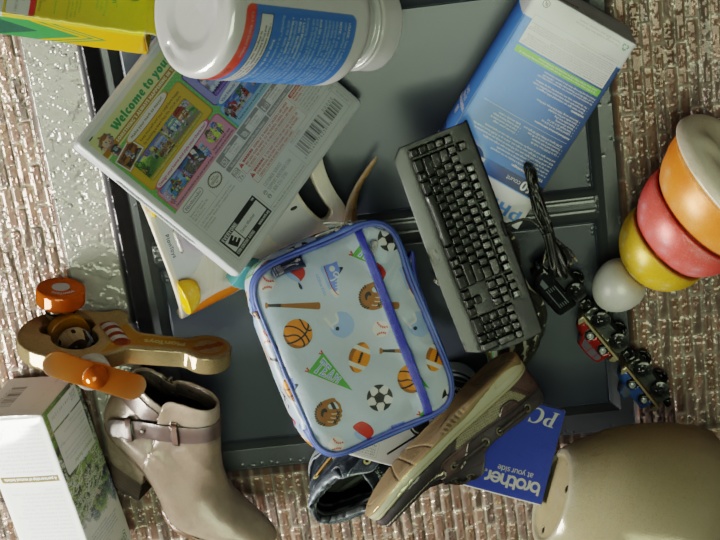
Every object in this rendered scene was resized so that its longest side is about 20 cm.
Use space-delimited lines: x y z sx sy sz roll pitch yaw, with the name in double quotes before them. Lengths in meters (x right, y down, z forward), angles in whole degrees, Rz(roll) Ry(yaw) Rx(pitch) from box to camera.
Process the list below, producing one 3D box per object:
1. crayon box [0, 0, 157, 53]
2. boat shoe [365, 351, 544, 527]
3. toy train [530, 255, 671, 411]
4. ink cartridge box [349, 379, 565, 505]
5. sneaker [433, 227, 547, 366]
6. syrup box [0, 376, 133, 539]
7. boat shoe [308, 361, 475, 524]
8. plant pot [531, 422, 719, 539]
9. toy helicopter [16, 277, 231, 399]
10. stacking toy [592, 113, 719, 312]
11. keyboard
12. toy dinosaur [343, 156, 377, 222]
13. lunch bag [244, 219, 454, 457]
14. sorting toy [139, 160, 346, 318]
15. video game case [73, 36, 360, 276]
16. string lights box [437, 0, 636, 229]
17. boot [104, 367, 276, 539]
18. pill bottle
"crayon box" -0.239 -0.258 1.498 0.199 0.051 0.128 9 77 -2
"boat shoe" 0.088 0.163 1.593 0.065 0.072 0.200 45 79 -8
"toy train" 0.228 0.063 1.673 0.046 0.034 0.200 -36 108 19
"ink cartridge box" 0.084 0.149 1.651 0.199 0.044 0.095 16 85 -12
"sneaker" 0.113 0.022 1.649 0.077 0.088 0.201 -41 133 -26
"syrup box" -0.296 0.208 1.714 0.081 0.079 0.201 -5 115 21
"boat shoe" 0.034 0.171 1.693 0.200 0.091 0.071 -37 108 16
"plant pot" 0.239 0.228 1.649 0.134 0.201 0.201 17 113 -12
"toy helicopter" -0.220 0.074 1.633 0.199 0.132 0.079 5 114 -1
"stacking toy" 0.281 -0.030 1.587 0.146 0.146 0.200 38 120 -14
"keyboard" 0.118 -0.035 1.549 0.127 0.021 0.201 -23 100 -11
"toy dinosaur" 0.000 0.000 1.648 0.106 0.060 0.201 -32 114 -14
"lunch bag" -0.008 0.054 1.573 0.160 0.076 0.201 -21 95 -8
"sorting toy" -0.109 -0.066 1.604 0.179 0.107 0.201 -23 113 -10
"video game case" -0.122 -0.128 1.542 0.182 0.022 0.200 39 73 -15
"string lights box" 0.147 -0.149 1.567 0.102 0.059 0.200 28 112 -11
"boot" -0.159 0.181 1.703 0.199 0.070 0.147 21 126 3
"pill bottle" -0.063 -0.211 1.472 0.199 0.112 0.113 -1 122 -43
